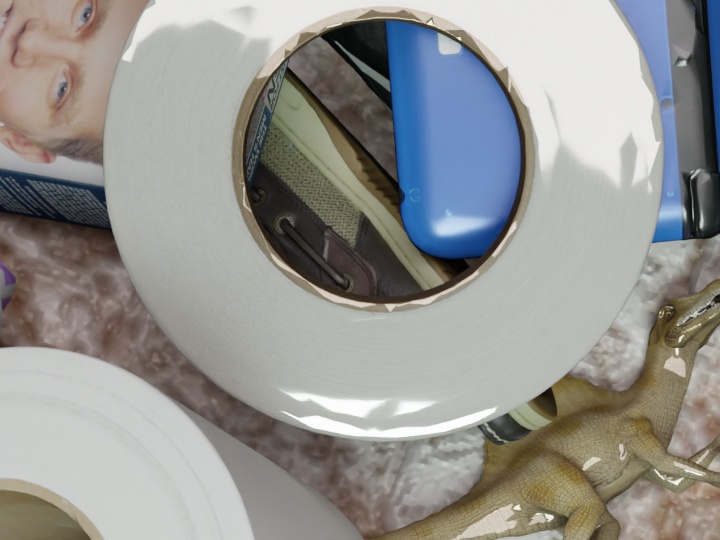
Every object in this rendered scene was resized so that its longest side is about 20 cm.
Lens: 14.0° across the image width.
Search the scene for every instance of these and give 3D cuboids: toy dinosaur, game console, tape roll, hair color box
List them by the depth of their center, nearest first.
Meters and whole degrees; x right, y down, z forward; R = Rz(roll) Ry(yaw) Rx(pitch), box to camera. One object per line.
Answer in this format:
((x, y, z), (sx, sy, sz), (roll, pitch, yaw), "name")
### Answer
((-0.098, 0.140, 0.996), (0.202, 0.139, 0.203), (-7, 70, 20), "tape roll")
((0.008, -0.040, 1.042), (0.202, 0.037, 0.203), (0, 94, 0), "tape roll")
((0.094, -0.111, 1.115), (0.170, 0.118, 0.201), (-5, 93, 2), "game console")
((0.079, 0.086, 1.123), (0.200, 0.058, 0.101), (-33, 61, -14), "toy dinosaur")
((-0.134, -0.077, 1.134), (0.200, 0.061, 0.100), (10, 74, 20), "hair color box")

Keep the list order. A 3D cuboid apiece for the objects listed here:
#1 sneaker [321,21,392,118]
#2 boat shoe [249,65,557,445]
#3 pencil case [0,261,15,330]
((-0.005, -0.136, 1.150), (0.200, 0.112, 0.073), (43, 76, 11), "sneaker")
((0.000, 0.000, 1.131), (0.065, 0.073, 0.200), (-42, 60, 6), "boat shoe")
((-0.200, 0.071, 1.084), (0.085, 0.084, 0.200), (12, 70, 36), "pencil case")
